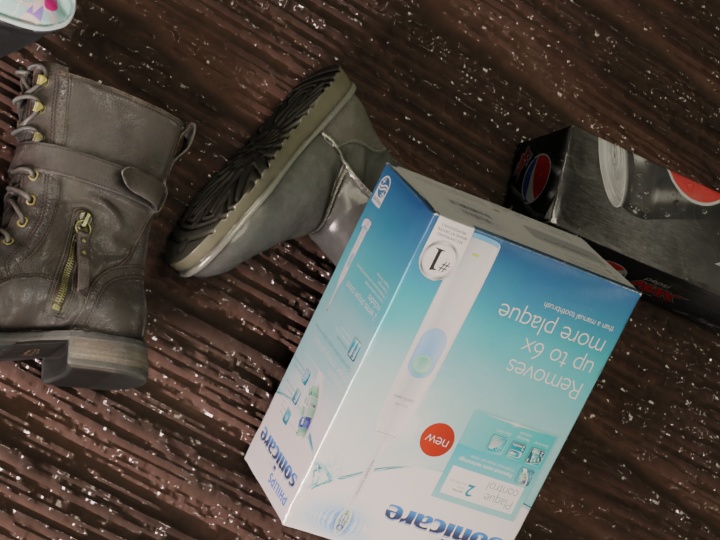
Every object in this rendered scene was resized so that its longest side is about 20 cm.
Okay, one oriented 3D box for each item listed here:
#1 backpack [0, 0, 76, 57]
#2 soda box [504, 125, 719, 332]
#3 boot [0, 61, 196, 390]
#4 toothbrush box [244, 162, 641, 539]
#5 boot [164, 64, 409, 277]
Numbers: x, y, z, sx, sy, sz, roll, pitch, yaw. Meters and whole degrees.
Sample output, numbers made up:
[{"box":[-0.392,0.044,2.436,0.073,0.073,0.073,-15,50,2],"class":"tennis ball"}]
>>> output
[{"box":[-0.227,-0.231,1.244,0.176,0.150,0.202,12,71,-29],"class":"backpack"},{"box":[0.190,-0.022,1.493,0.199,0.063,0.071,22,72,-26],"class":"soda box"},{"box":[-0.188,-0.032,1.286,0.199,0.069,0.176,14,71,-31],"class":"boot"},{"box":[0.045,0.062,1.336,0.146,0.085,0.201,21,105,-26],"class":"toothbrush box"},{"box":[0.001,0.001,1.387,0.182,0.072,0.200,-47,113,-24],"class":"boot"}]
